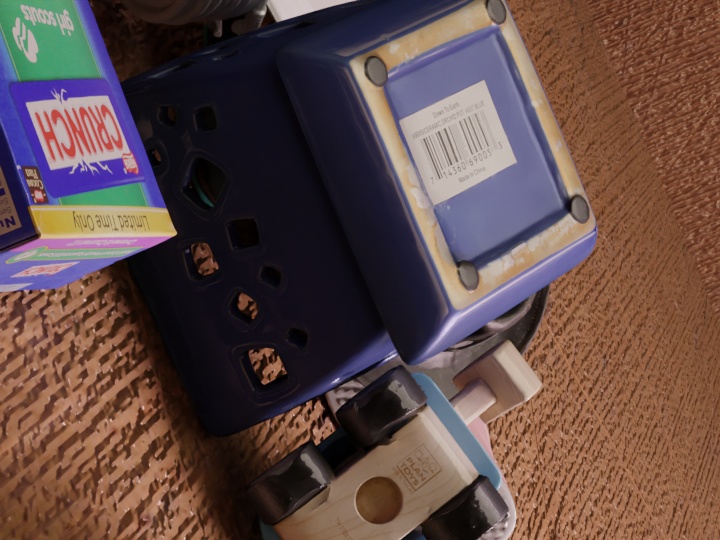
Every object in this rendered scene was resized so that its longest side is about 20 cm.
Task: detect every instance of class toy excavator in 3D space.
[{"bbox_3d":[0.027,0.105,1.316,0.100,0.194,0.200,52,-7,-1],"label":"toy excavator"}]

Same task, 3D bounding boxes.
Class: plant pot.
[{"bbox_3d":[-0.001,-0.045,1.250,0.200,0.179,0.201,-28,98,-46],"label":"plant pot"}]

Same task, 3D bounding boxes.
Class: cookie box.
[{"bbox_3d":[-0.173,-0.095,1.046,0.171,0.075,0.201,-5,74,-75],"label":"cookie box"}]

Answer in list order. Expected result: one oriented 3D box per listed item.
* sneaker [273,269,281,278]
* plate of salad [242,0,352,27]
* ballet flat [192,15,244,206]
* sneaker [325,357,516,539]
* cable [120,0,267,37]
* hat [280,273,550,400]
[{"bbox_3d":[0.000,0.000,1.518,0.200,0.079,0.076,49,24,-48],"label":"sneaker"},{"bbox_3d":[-0.046,-0.191,1.450,0.200,0.048,0.201,54,23,-35],"label":"plate of salad"},{"bbox_3d":[-0.068,-0.115,1.457,0.201,0.068,0.068,-91,156,-52],"label":"ballet flat"},{"bbox_3d":[0.029,0.087,1.523,0.201,0.075,0.105,57,5,-19],"label":"sneaker"},{"bbox_3d":[-0.105,-0.239,1.313,0.201,0.069,0.200,63,-29,18],"label":"cable"},{"bbox_3d":[0.052,-0.011,1.423,0.081,0.200,0.202,-3,-65,61],"label":"hat"}]
